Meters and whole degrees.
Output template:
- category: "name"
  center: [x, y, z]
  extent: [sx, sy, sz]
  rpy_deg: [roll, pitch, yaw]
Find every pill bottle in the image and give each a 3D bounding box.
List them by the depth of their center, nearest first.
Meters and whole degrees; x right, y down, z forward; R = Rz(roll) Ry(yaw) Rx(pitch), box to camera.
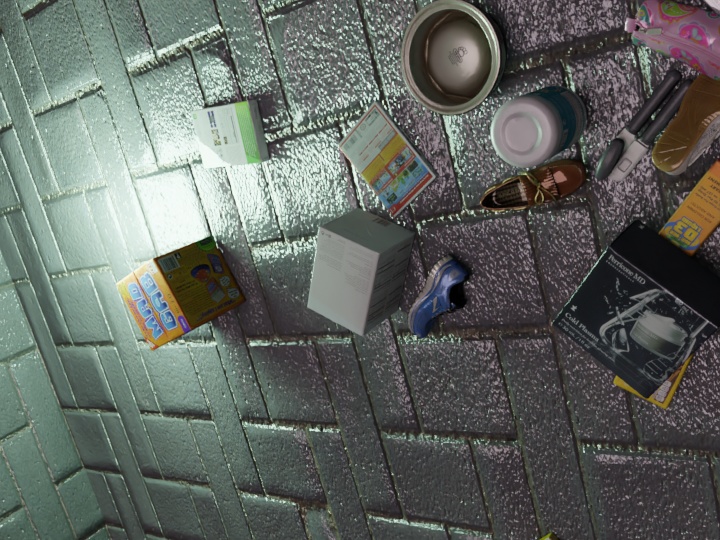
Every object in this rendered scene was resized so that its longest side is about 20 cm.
- category: "pill bottle"
  center: [0.301, -0.241, 1.166]
  extent: [0.110, 0.200, 0.111]
  rpy_deg: [14, 116, 31]

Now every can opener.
- category: "can opener"
  center: [0.453, -0.225, 1.148]
  extent: [0.053, 0.067, 0.200]
  rpy_deg: [41, 128, 14]

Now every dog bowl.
- category: "dog bowl"
  center: [0.174, -0.385, 1.282]
  extent: [0.199, 0.074, 0.201]
  rpy_deg: [15, 116, 32]

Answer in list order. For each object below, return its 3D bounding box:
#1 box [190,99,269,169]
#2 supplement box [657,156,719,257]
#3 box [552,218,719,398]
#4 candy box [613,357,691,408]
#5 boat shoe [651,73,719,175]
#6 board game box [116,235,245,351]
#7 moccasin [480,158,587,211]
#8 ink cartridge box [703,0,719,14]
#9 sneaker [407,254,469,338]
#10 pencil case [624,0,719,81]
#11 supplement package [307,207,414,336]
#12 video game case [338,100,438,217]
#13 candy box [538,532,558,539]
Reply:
- category: "box"
  center: [-0.311, -0.321, 1.694]
  extent: [0.199, 0.036, 0.145]
  rpy_deg: [2, 110, 37]
- category: "supplement box"
  center: [0.542, -0.085, 1.142]
  extent: [0.066, 0.069, 0.200]
  rpy_deg: [40, 130, 19]
- category: "box"
  center: [0.459, 0.063, 1.161]
  extent: [0.200, 0.124, 0.197]
  rpy_deg: [40, 136, 18]
- category: "candy box"
  center: [0.532, 0.141, 1.263]
  extent: [0.102, 0.026, 0.201]
  rpy_deg: [27, 123, 29]
- category: "boat shoe"
  center: [0.528, -0.236, 1.092]
  extent: [0.071, 0.069, 0.200]
  rpy_deg: [48, 112, 35]
- category: "board game box"
  center: [-0.468, 0.059, 1.862]
  extent: [0.200, 0.200, 0.200]
  rpy_deg: [-26, 92, 40]
- category: "moccasin"
  center: [0.308, -0.150, 1.280]
  extent: [0.201, 0.078, 0.074]
  rpy_deg: [-7, 105, 38]
- category: "ink cartridge box"
  center: [0.548, -0.470, 0.991]
  extent: [0.119, 0.042, 0.200]
  rpy_deg: [51, 133, 7]
- category: "sneaker"
  center: [0.165, 0.069, 1.480]
  extent: [0.089, 0.078, 0.201]
  rpy_deg: [37, 127, 21]
- category: "pencil case"
  center: [0.492, -0.337, 1.040]
  extent: [0.200, 0.087, 0.088]
  rpy_deg: [39, 128, 31]
- category: "supplement package"
  center: [0.000, 0.000, 1.523]
  extent: [0.151, 0.151, 0.201]
  rpy_deg: [25, 122, 25]
- category: "video game case"
  center: [0.054, -0.229, 1.473]
  extent: [0.200, 0.017, 0.143]
  rpy_deg: [53, 130, 7]
- category: "candy box"
  center: [0.397, 0.672, 1.598]
  extent: [0.102, 0.026, 0.200]
  rpy_deg: [49, 129, 13]
